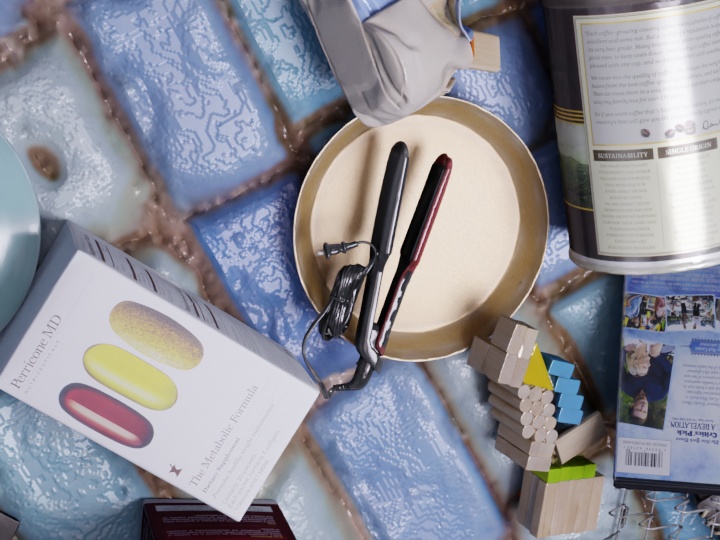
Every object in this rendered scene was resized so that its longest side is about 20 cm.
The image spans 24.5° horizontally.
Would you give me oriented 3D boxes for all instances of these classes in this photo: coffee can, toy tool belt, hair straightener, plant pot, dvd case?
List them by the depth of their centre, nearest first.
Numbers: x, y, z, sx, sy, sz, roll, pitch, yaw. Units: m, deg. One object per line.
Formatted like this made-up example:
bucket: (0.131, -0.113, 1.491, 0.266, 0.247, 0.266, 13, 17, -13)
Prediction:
toy tool belt: (0.020, -0.211, 1.159, 0.122, 0.125, 0.201, -30, 101, -30)
coffee can: (0.212, -0.114, 1.202, 0.145, 0.146, 0.202, -11, 105, -11)
hair straightener: (0.000, 0.000, 1.210, 0.076, 0.041, 0.202, 17, 102, -17)
plant pot: (0.044, -0.032, 1.242, 0.198, 0.027, 0.202, -3, 104, -14)
dvd case: (0.266, 0.070, 1.250, 0.141, 0.018, 0.202, 3, 71, 9)

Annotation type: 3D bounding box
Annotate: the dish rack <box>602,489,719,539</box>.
dish rack: (0.259, 0.173, 1.284, 0.054, 0.152, 0.202, -3, 107, -53)

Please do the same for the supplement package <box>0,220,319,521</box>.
supplement package: (-0.148, 0.069, 1.173, 0.199, 0.110, 0.114, 31, 93, -18)

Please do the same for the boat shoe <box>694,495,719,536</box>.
boat shoe: (0.303, 0.180, 1.339, 0.073, 0.075, 0.202, 1, 96, -2)

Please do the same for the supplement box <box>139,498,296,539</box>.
supplement box: (-0.093, 0.225, 1.174, 0.108, 0.200, 0.062, 3, 102, -14)

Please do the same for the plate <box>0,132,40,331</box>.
plate: (-0.319, -0.026, 1.131, 0.198, 0.026, 0.202, 0, 95, -3)

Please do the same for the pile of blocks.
pile of blocks: (0.136, 0.113, 1.283, 0.082, 0.062, 0.202, -26, 117, -20)

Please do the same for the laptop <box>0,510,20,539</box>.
laptop: (-0.362, 0.239, 1.162, 0.176, 0.103, 0.201, 30, 94, -19)
